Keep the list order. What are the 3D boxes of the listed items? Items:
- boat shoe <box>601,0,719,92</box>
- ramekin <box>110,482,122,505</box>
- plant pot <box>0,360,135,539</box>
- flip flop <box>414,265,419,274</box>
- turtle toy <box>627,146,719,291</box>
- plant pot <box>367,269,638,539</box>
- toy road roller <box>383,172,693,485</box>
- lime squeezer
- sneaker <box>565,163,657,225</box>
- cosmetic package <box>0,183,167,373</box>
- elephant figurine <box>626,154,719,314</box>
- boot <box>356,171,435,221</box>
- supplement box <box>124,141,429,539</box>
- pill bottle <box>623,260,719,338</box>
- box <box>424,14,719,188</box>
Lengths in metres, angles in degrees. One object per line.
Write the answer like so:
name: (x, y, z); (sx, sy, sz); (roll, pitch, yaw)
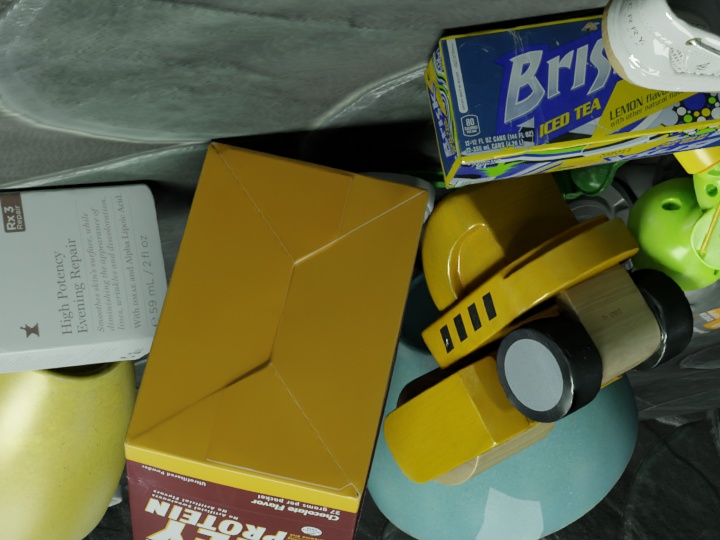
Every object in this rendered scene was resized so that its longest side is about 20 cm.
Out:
boat shoe: (0.222, -0.121, 1.016); (0.199, 0.071, 0.069); (-5, 170, -21)
ramekin: (-0.360, 0.210, 2.185); (0.199, 0.106, 0.200); (-10, 170, -2)
plant pot: (-0.233, 0.076, 1.416); (0.199, 0.201, 0.142); (-2, 142, -39)
flip flop: (0.018, 0.012, 1.621); (0.081, 0.058, 0.200); (-9, 156, 21)
turtle toy: (0.241, -0.054, 1.191); (0.200, 0.146, 0.101); (-35, -169, 18)
plant pot: (0.080, 0.070, 1.401); (0.199, 0.201, 0.135); (-12, 132, 10)
toy road roller: (0.087, 0.026, 1.227); (0.123, 0.147, 0.200); (-22, 169, -41)
lime squeezer: (0.131, -0.072, 1.340); (0.199, 0.038, 0.071); (-12, 138, 15)
sneaker: (0.156, -0.031, 1.471); (0.080, 0.077, 0.200); (-28, -173, -33)
cosmetic package: (-0.220, 0.009, 1.224); (0.199, 0.102, 0.074); (-6, 169, -27)
elephant figurine: (0.231, -0.023, 1.306); (0.141, 0.156, 0.200); (8, -158, 39)
boot: (0.000, 0.000, 1.367); (0.073, 0.096, 0.200); (7, 167, -10)
supplement box: (-0.050, 0.069, 1.219); (0.132, 0.198, 0.200); (12, 153, 2)
pill bottle: (0.196, 0.011, 1.542); (0.199, 0.117, 0.116); (-25, 163, 33)
box: (0.138, -0.096, 1.076); (0.199, 0.071, 0.064); (-9, 170, -8)
